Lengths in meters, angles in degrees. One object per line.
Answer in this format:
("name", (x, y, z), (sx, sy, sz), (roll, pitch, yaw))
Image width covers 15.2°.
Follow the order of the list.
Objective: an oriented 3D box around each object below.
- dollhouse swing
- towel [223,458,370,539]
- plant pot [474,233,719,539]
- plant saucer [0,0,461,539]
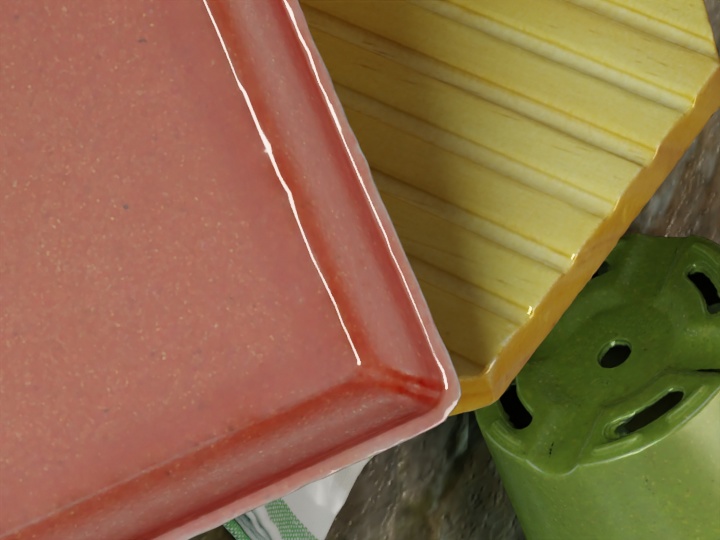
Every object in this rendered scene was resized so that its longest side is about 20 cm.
("dollhouse swing", (-0.023, -0.086, 0.760), (0.200, 0.175, 0.182), (-50, 134, -25))
("towel", (0.000, 0.000, 0.987), (0.200, 0.031, 0.149), (-54, 144, -16))
("plant pot", (0.140, 0.090, 1.106), (0.200, 0.200, 0.190), (-51, 131, -20))
("plant saucer", (-0.103, -0.016, 0.684), (0.199, 0.037, 0.200), (-24, 93, -9))
